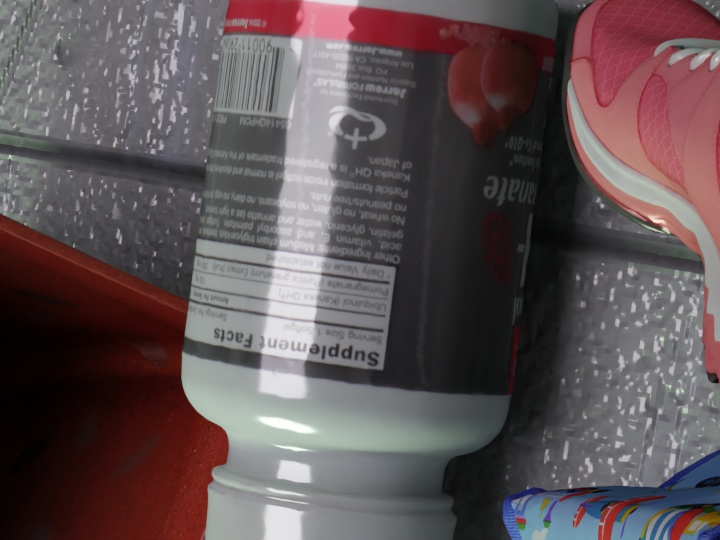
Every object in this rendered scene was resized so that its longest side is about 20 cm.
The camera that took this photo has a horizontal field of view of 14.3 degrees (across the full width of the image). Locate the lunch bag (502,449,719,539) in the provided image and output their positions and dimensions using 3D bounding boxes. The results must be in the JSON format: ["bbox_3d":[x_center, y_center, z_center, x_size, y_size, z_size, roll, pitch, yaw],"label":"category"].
[{"bbox_3d":[0.124,0.154,0.802,0.151,0.094,0.200,175,83,-72],"label":"lunch bag"}]

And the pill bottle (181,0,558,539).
[{"bbox_3d":[0.000,0.000,0.949,0.111,0.111,0.200,9,92,45],"label":"pill bottle"}]

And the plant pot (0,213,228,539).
[{"bbox_3d":[-0.182,0.076,1.052,0.176,0.200,0.200,6,73,62],"label":"plant pot"}]

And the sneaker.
[{"bbox_3d":[0.120,-0.038,0.829,0.200,0.074,0.087,-116,31,-48],"label":"sneaker"}]
